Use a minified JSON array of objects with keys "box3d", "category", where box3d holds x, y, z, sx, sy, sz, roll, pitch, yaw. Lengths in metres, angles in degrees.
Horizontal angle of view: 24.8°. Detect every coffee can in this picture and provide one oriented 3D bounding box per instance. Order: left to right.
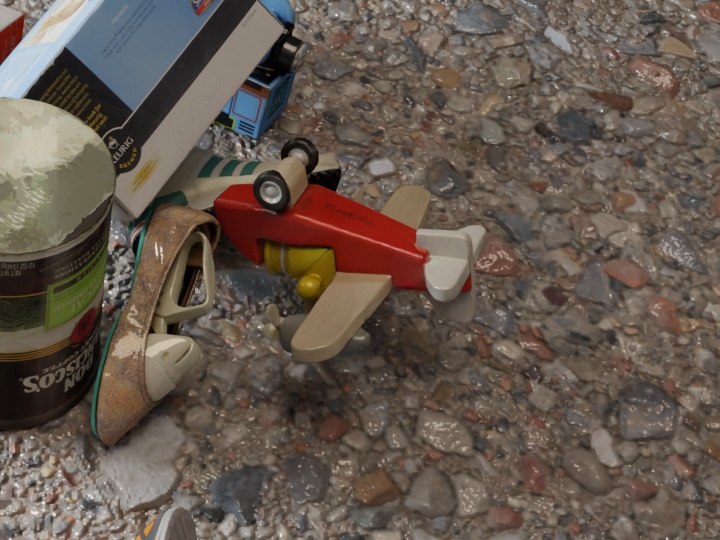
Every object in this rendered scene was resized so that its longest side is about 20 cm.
[{"box3d":[-0.255,-0.002,1.180,0.145,0.201,0.147,7,49,-8],"category":"coffee can"}]

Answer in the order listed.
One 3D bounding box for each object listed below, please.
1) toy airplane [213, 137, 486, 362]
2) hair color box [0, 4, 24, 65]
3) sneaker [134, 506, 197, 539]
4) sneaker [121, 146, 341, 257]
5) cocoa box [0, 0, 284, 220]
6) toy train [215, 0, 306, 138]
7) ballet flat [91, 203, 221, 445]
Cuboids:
[{"box3d":[0.000,0.000,1.284,0.198,0.142,0.200,-4,40,-29],"category":"toy airplane"},{"box3d":[-0.381,-0.169,1.364,0.110,0.064,0.200,23,41,10],"category":"hair color box"},{"box3d":[-0.174,0.215,1.078,0.111,0.078,0.200,-9,11,11],"category":"sneaker"},{"box3d":[-0.114,-0.078,1.367,0.198,0.071,0.094,-19,61,-23],"category":"sneaker"},{"box3d":[-0.185,-0.157,1.274,0.131,0.133,0.201,44,71,-25],"category":"cocoa box"},{"box3d":[-0.144,-0.204,1.439,0.199,0.115,0.087,25,36,8],"category":"toy train"},{"box3d":[-0.148,0.038,1.232,0.067,0.068,0.202,5,66,16],"category":"ballet flat"}]
